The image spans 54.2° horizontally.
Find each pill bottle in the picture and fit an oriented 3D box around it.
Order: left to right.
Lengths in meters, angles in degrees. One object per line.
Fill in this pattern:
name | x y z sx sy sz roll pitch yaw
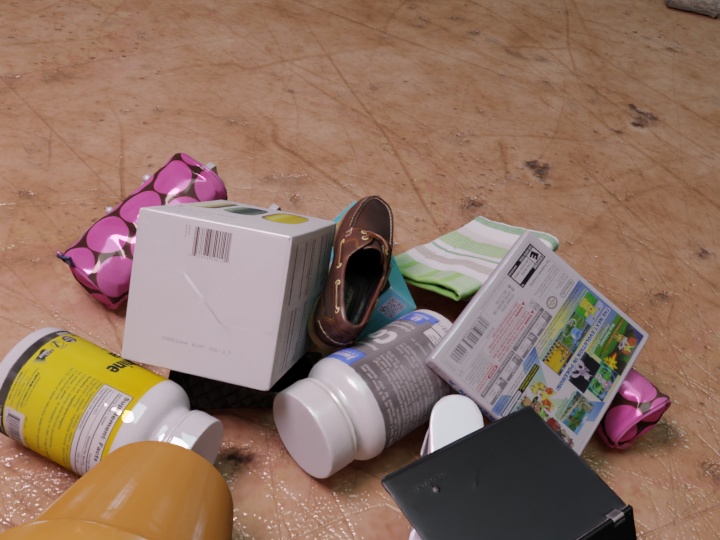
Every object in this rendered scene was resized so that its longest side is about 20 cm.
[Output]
pill bottle | -0.238 0.141 0.668 0.200 0.113 0.112 23 41 12
pill bottle | 0.015 0.128 0.742 0.200 0.114 0.114 -24 52 -35

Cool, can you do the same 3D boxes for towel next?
towel | 0.144 -0.022 0.920 0.200 0.031 0.149 -23 26 -36

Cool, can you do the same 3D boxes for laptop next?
laptop | 0.142 0.258 0.632 0.187 0.200 0.116 -17 12 -29

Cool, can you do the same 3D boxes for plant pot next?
plant pot | -0.181 0.234 0.531 0.200 0.200 0.183 12 25 0

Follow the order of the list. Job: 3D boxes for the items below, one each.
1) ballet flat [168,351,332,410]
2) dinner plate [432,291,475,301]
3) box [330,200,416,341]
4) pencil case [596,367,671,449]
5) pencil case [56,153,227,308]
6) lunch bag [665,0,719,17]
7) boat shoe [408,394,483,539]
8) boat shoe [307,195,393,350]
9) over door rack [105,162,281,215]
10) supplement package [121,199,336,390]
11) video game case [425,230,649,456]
ballet flat | -0.107 0.115 0.769 0.200 0.057 0.066 -3 40 -22
dinner plate | 0.176 -0.007 0.946 0.200 0.024 0.200 -6 22 3
box | 0.000 0.000 0.887 0.049 0.082 0.200 39 18 -34
pencil case | 0.255 0.122 0.830 0.200 0.094 0.091 41 4 31
pencil case | -0.258 -0.054 0.842 0.094 0.091 0.200 37 70 23
lunch bag | 1.009 -0.855 2.097 0.164 0.118 0.200 13 68 -1
boat shoe | 0.081 0.225 0.683 0.072 0.068 0.200 6 62 0
boat shoe | 0.003 -0.007 0.769 0.070 0.070 0.200 26 55 -17
over door rack | -0.225 -0.085 0.967 0.148 0.067 0.200 33 45 22
supplement package | -0.127 0.014 0.743 0.152 0.151 0.200 11 9 8
video game case | 0.194 0.083 0.748 0.182 0.022 0.200 41 64 1
